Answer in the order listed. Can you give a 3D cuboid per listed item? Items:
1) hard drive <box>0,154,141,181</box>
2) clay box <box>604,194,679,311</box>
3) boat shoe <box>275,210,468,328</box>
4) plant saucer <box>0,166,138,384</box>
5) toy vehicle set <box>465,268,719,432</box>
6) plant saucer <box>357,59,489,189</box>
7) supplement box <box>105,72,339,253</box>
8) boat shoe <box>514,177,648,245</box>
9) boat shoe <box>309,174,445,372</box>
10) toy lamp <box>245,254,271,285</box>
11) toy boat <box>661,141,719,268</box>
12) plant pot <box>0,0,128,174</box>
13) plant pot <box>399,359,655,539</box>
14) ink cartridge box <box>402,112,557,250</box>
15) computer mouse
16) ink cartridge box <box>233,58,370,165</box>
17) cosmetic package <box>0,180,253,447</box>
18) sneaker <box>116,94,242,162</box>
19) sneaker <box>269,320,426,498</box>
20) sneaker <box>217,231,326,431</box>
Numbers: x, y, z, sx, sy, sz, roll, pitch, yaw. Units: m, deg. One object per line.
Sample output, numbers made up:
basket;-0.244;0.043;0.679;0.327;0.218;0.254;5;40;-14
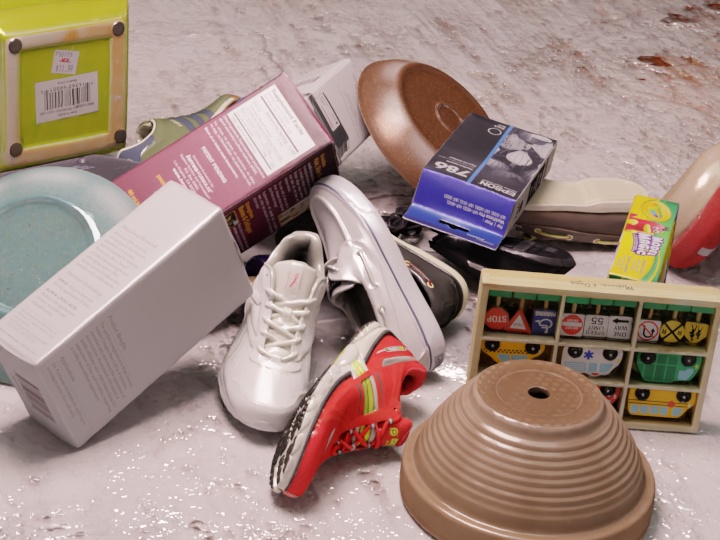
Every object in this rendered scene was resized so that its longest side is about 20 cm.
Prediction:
hard drive;-0.262;-0.075;1.645;0.134;0.043;0.199;-15;18;-34
clay box;0.240;0.027;1.500;0.047;0.116;0.200;11;28;11
boat shoe;0.001;-0.003;1.559;0.200;0.074;0.063;25;25;26
plant saucer;-0.271;-0.005;1.426;0.198;0.039;0.203;-1;67;3
toy vehicle set;0.189;0.067;1.402;0.197;0.126;0.027;4;26;-1
plant saucer;0.084;-0.149;1.775;0.199;0.037;0.202;31;37;-27
supplement box;-0.122;-0.073;1.522;0.199;0.110;0.086;-33;72;-6
boat shoe;0.189;-0.058;1.716;0.197;0.060;0.072;1;31;-6
boat shoe;0.000;0.006;1.476;0.065;0.074;0.201;-21;66;-28
toy lamp;-0.129;0.028;1.501;0.199;0.059;0.058;-20;36;-35
toy boat;0.381;-0.054;1.705;0.131;0.131;0.199;48;42;14
plant pot;-0.346;-0.210;1.760;0.198;0.201;0.181;-15;32;-36
plant pot;0.131;0.133;1.301;0.198;0.094;0.201;4;28;-2
ink cartridge box;0.119;-0.090;1.652;0.098;0.040;0.200;19;32;11
computer mouse;0.112;-0.018;1.653;0.198;0.047;0.140;13;11;9
ink cartridge box;-0.089;-0.127;1.716;0.143;0.085;0.200;-16;17;29
cosmetic package;-0.188;0.033;1.353;0.074;0.102;0.200;27;58;37
sneaker;-0.193;-0.143;1.803;0.089;0.068;0.201;15;32;8
sneaker;-0.002;0.114;1.339;0.085;0.077;0.200;36;42;3
sneaker;-0.069;0.042;1.407;0.077;0.100;0.201;12;42;-7
